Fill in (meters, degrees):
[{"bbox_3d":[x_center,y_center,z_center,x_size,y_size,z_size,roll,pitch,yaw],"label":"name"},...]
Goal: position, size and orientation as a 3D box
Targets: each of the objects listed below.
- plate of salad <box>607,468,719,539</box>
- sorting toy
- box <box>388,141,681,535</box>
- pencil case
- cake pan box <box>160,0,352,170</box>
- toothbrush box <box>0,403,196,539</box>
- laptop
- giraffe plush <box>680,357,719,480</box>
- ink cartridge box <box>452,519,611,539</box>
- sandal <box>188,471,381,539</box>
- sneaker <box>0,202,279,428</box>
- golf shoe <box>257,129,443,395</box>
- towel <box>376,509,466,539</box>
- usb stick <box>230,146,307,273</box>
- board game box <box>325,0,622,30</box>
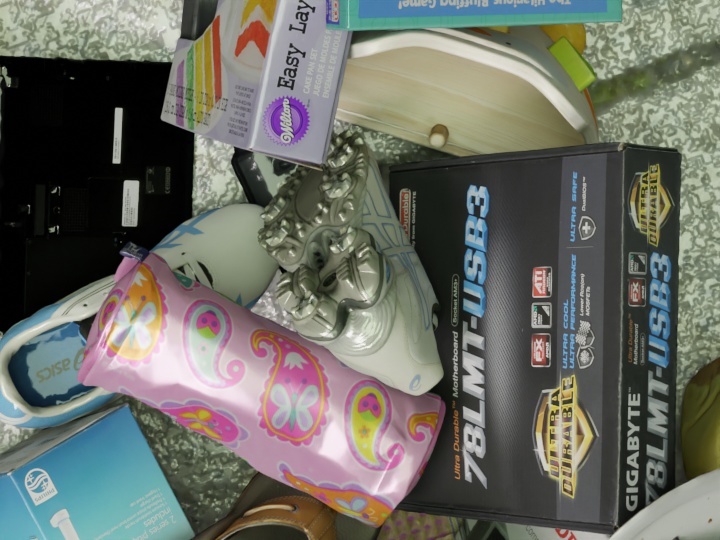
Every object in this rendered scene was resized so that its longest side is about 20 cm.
[{"bbox_3d":[0.181,0.189,1.168,0.198,0.048,0.202,-15,124,-23],"label":"plate of salad"},{"bbox_3d":[0.058,-0.110,1.252,0.198,0.180,0.108,17,96,-1],"label":"sorting toy"},{"bbox_3d":[0.089,0.036,1.224,0.049,0.198,0.202,2,88,-38],"label":"box"},{"bbox_3d":[-0.054,0.062,1.223,0.199,0.087,0.088,27,96,-3],"label":"pencil case"},{"bbox_3d":[-0.050,-0.160,1.247,0.052,0.200,0.186,12,96,-20],"label":"cake pan box"},{"bbox_3d":[-0.146,0.190,1.297,0.085,0.146,0.201,-28,93,-28],"label":"toothbrush box"},{"bbox_3d":[-0.209,-0.041,1.353,0.198,0.103,0.179,0,97,-24],"label":"laptop"},{"bbox_3d":[0.274,0.151,1.298,0.161,0.172,0.201,25,86,-22],"label":"giraffe plush"},{"bbox_3d":[0.100,0.211,1.275,0.082,0.147,0.201,20,111,-32],"label":"ink cartridge box"},{"bbox_3d":[-0.055,0.156,1.240,0.199,0.054,0.082,-26,93,-34],"label":"sandal"},{"bbox_3d":[-0.126,0.029,1.291,0.199,0.072,0.072,-33,100,-9],"label":"sneaker"},{"bbox_3d":[0.000,0.000,1.247,0.078,0.201,0.097,-37,118,18],"label":"golf shoe"},{"bbox_3d":[0.054,0.086,1.326,0.198,0.023,0.145,-20,93,-12],"label":"towel"},{"bbox_3d":[-0.015,0.006,1.340,0.055,0.033,0.201,-25,94,2],"label":"usb stick"},{"bbox_3d":[0.056,-0.225,1.143,0.151,0.045,0.202,-4,99,-16],"label":"board game box"}]
